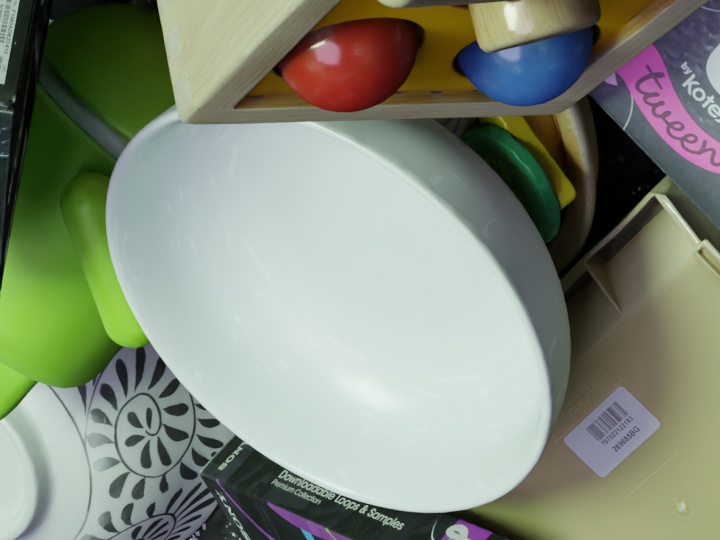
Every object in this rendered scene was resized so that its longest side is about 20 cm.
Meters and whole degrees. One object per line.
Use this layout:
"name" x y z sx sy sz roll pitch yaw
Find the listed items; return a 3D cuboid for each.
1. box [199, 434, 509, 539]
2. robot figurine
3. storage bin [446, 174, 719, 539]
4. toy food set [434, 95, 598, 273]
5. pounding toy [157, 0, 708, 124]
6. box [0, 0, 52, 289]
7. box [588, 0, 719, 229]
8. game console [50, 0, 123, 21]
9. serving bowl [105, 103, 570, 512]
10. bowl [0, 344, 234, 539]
"box" 0.022 0.153 1.129 0.200 0.036 0.143 19 145 53
"robot figurine" -0.126 -0.031 1.115 0.115 0.176 0.200 37 99 -17
"storage bin" 0.148 0.078 1.053 0.199 0.094 0.200 46 128 3
"toy food set" 0.021 -0.080 1.026 0.201 0.049 0.198 55 157 3
"pounding toy" 0.031 -0.112 0.809 0.200 0.183 0.143 -37 61 57
"box" -0.144 -0.111 0.990 0.043 0.201 0.160 9 152 -6
"box" 0.190 -0.068 0.939 0.200 0.115 0.132 47 128 2
"game console" -0.136 -0.234 1.108 0.200 0.116 0.177 -40 61 37
"serving bowl" 0.000 0.000 0.997 0.199 0.066 0.201 22 138 21
"bowl" -0.168 0.073 1.235 0.200 0.094 0.202 13 119 24
